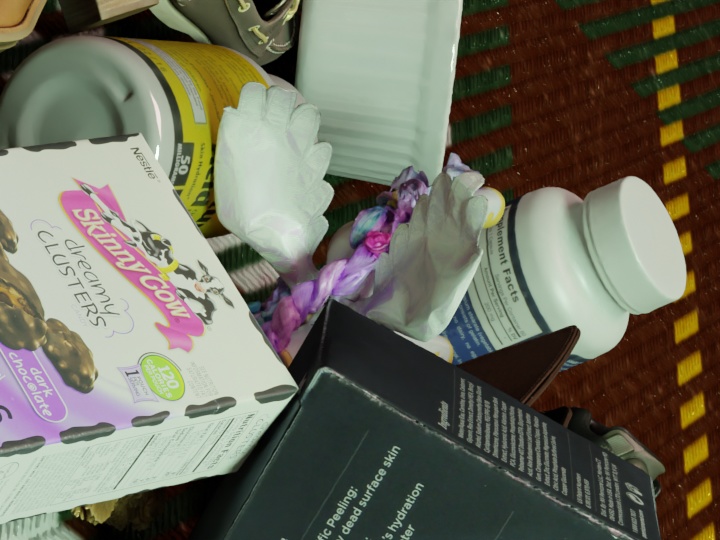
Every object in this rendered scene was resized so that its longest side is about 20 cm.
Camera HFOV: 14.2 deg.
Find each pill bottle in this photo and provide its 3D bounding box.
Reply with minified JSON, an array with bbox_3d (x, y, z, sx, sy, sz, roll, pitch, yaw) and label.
[{"bbox_3d":[-0.106,-0.072,1.613,0.200,0.111,0.112,-5,74,-62],"label":"pill bottle"},{"bbox_3d":[0.099,0.014,1.821,0.111,0.199,0.111,42,36,-40],"label":"pill bottle"}]

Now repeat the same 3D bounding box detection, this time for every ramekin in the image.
[{"bbox_3d":[0.011,-0.149,1.814,0.200,0.097,0.202,-174,-90,-90],"label":"ramekin"}]

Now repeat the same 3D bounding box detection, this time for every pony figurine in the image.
[{"bbox_3d":[0.000,0.000,1.570,0.166,0.194,0.200,29,25,23],"label":"pony figurine"}]

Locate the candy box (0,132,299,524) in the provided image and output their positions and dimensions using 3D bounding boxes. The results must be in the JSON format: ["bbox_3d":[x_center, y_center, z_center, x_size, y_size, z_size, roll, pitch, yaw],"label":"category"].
[{"bbox_3d":[-0.154,0.026,1.375,0.199,0.072,0.168,-10,58,-44],"label":"candy box"}]

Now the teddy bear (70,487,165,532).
[{"bbox_3d":[-0.131,0.059,1.507,0.200,0.066,0.146,-65,149,-46],"label":"teddy bear"}]

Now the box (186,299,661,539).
[{"bbox_3d":[0.020,0.155,1.472,0.199,0.197,0.118,29,17,-7],"label":"box"}]

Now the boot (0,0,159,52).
[{"bbox_3d":[-0.206,-0.189,1.519,0.200,0.074,0.155,-22,94,-44],"label":"boot"}]

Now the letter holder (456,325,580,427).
[{"bbox_3d":[0.063,0.124,1.631,0.101,0.142,0.200,62,29,-9],"label":"letter holder"}]

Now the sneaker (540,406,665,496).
[{"bbox_3d":[0.137,0.172,1.867,0.076,0.114,0.200,40,39,-39],"label":"sneaker"}]

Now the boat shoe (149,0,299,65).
[{"bbox_3d":[-0.068,-0.161,1.670,0.200,0.059,0.072,29,54,-70],"label":"boat shoe"}]
